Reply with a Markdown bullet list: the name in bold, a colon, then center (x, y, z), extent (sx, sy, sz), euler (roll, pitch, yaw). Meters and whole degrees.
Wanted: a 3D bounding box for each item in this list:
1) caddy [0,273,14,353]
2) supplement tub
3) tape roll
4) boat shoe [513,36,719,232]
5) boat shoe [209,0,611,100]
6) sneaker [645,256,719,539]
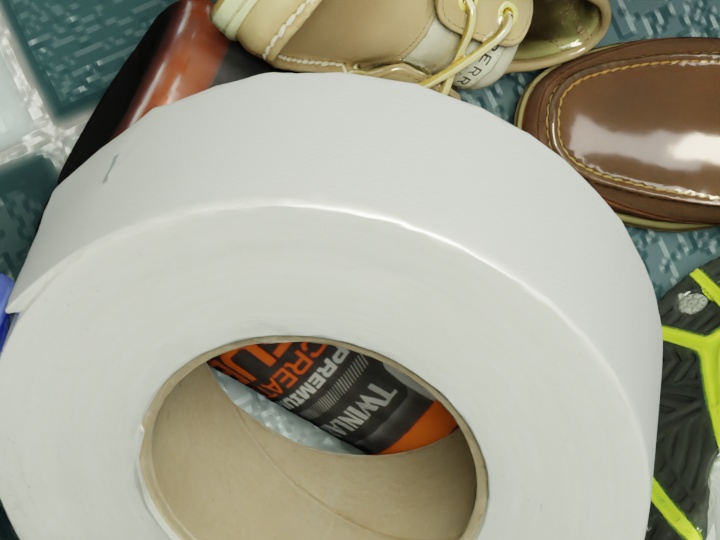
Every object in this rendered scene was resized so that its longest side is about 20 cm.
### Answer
- **caddy**: center (-0.173, 0.080, 0.825), extent (0.105, 0.141, 0.200), euler (29, 78, -9)
- **supplement tub**: center (0.000, 0.000, 0.903), extent (0.200, 0.107, 0.107), euler (30, 77, -11)
- **tape roll**: center (-0.010, 0.040, 0.824), extent (0.202, 0.202, 0.071), euler (30, 37, -12)
- **boat shoe**: center (0.156, -0.050, 0.975), extent (0.200, 0.068, 0.072), euler (4, 83, -16)
- **boat shoe**: center (0.027, -0.090, 0.886), extent (0.066, 0.074, 0.200), euler (51, 32, 11)
- **sneaker**: center (0.125, 0.071, 0.962), extent (0.200, 0.075, 0.076), euler (-53, 137, -23)
